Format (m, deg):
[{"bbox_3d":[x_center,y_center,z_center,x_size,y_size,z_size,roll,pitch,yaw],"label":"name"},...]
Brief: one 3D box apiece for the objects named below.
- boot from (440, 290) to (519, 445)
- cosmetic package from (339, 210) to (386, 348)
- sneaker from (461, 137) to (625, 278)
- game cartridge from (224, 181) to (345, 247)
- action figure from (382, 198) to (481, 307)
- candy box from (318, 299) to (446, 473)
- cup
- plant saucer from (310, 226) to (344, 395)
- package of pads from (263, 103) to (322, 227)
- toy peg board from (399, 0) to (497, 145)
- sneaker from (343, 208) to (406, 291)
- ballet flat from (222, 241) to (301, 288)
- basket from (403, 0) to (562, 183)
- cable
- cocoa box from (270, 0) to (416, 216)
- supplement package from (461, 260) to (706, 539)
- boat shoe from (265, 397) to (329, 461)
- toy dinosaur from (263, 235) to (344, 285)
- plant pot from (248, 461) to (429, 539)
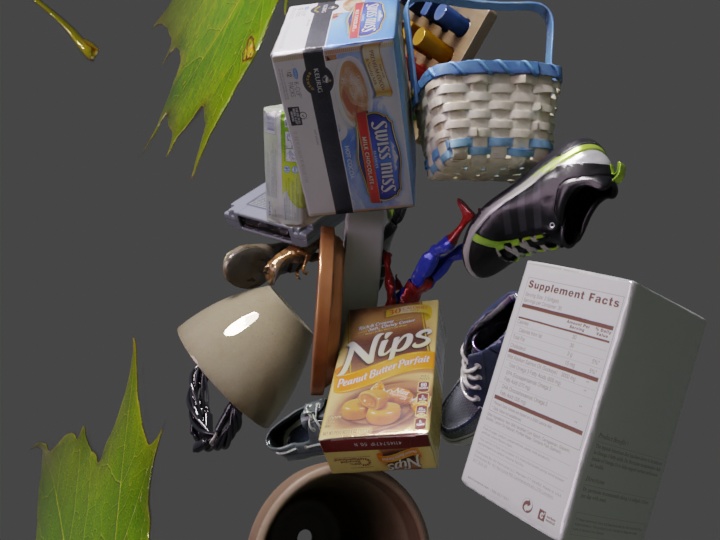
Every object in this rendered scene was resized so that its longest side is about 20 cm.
[{"bbox_3d":[0.124,0.100,0.717,0.201,0.089,0.073,-53,38,25],"label":"boot"},{"bbox_3d":[0.000,0.000,0.906,0.083,0.049,0.205,-102,17,-82],"label":"cosmetic package"},{"bbox_3d":[0.183,-0.049,0.725,0.200,0.071,0.084,-48,41,30],"label":"sneaker"},{"bbox_3d":[-0.106,-0.097,1.106,0.197,0.132,0.042,17,128,41],"label":"game cartridge"},{"bbox_3d":[0.071,-0.011,0.875,0.202,0.064,0.100,-55,43,20],"label":"action figure"},{"bbox_3d":[0.031,0.120,0.765,0.113,0.056,0.202,-7,36,15],"label":"candy box"},{"bbox_3d":[-0.153,0.109,1.048,0.143,0.201,0.200,-43,36,-4],"label":"cup"},{"bbox_3d":[-0.040,0.049,0.859,0.200,0.031,0.206,-177,90,-87],"label":"plant saucer"},{"bbox_3d":[-0.061,-0.155,0.969,0.067,0.200,0.158,10,112,24],"label":"package of pads"},{"bbox_3d":[0.063,-0.320,1.011,0.202,0.096,0.201,-59,35,16],"label":"toy peg board"},{"bbox_3d":[0.006,-0.036,0.990,0.203,0.073,0.081,-66,17,5],"label":"sneaker"},{"bbox_3d":[-0.152,-0.017,1.088,0.046,0.199,0.069,21,108,25],"label":"ballet flat"},{"bbox_3d":[0.132,-0.202,0.774,0.139,0.172,0.205,154,118,-81],"label":"basket"},{"bbox_3d":[-0.253,0.213,1.237,0.162,0.050,0.204,-31,49,44],"label":"cable"},{"bbox_3d":[-0.008,-0.184,0.795,0.128,0.203,0.135,-4,39,9],"label":"cocoa box"},{"bbox_3d":[0.188,0.111,0.596,0.116,0.115,0.204,14,85,56],"label":"supplement package"},{"bbox_3d":[-0.057,0.211,0.946,0.199,0.061,0.074,-34,48,42],"label":"boat shoe"},{"bbox_3d":[-0.068,-0.049,1.081,0.200,0.105,0.061,-47,-15,-35],"label":"toy dinosaur"},{"bbox_3d":[-0.040,0.314,0.789,0.174,0.196,0.205,151,132,-69],"label":"plant pot"}]
